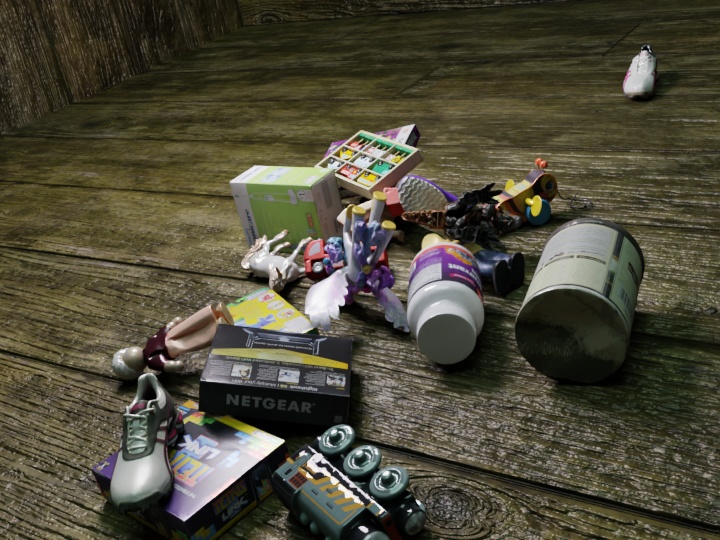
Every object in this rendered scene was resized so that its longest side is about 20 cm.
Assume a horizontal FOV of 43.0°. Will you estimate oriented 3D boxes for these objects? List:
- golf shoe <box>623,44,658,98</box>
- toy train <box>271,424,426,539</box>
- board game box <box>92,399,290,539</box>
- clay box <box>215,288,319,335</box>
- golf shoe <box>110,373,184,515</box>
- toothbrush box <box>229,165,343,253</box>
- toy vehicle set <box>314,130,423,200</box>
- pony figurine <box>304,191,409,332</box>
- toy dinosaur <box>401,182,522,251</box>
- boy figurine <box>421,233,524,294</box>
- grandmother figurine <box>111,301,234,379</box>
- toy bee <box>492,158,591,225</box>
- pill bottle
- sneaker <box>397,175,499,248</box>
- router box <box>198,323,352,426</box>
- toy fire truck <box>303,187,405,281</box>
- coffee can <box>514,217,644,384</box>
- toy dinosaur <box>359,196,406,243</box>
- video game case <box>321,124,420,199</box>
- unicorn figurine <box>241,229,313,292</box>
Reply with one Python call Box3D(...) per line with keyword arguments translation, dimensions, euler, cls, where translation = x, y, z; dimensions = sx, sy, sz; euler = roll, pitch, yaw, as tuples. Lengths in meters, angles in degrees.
Box3D(translation=(0.660, -0.468, 2.157), dimensions=(0.072, 0.092, 0.200), euler=(1, 30, 23), cls="golf shoe")
Box3D(translation=(-0.014, 0.255, 1.029), dimensions=(0.114, 0.085, 0.200), euler=(-37, 35, -19), cls="toy train")
Box3D(translation=(-0.211, 0.251, 1.148), dimensions=(0.199, 0.057, 0.165), euler=(12, 34, 41), cls="board game box")
Box3D(translation=(-0.154, 0.095, 1.445), dimensions=(0.115, 0.048, 0.200), euler=(-25, 28, -20), cls="clay box")
Box3D(translation=(-0.266, 0.209, 1.100), dimensions=(0.077, 0.088, 0.200), euler=(-11, 27, 2), cls="golf shoe")
Box3D(translation=(-0.136, -0.117, 1.752), dimensions=(0.199, 0.146, 0.086), euler=(4, 31, 33), cls="toothbrush box")
Box3D(translation=(0.013, -0.201, 1.716), dimensions=(0.124, 0.027, 0.200), euler=(-40, 34, -15), cls="toy vehicle set")
Box3D(translation=(0.000, 0.000, 1.428), dimensions=(0.166, 0.201, 0.193), euler=(9, 29, -13), cls="pony figurine")
Box3D(translation=(0.170, -0.076, 1.481), dimensions=(0.199, 0.103, 0.136), euler=(-20, 5, -16), cls="toy dinosaur")
Box3D(translation=(0.167, -0.015, 1.498), dimensions=(0.124, 0.065, 0.199), euler=(-24, 26, -37), cls="boy figurine")
Box3D(translation=(-0.294, 0.113, 1.419), dimensions=(0.199, 0.061, 0.121), euler=(-24, 24, 8), cls="grandmother figurine")
Box3D(translation=(0.307, -0.143, 1.646), dimensions=(0.200, 0.109, 0.131), euler=(-29, 28, -30), cls="toy bee")
Box3D(translation=(0.124, 0.049, 1.337), dimensions=(0.111, 0.112, 0.200), euler=(-9, 26, 9), cls="pill bottle")
Box3D(translation=(0.145, -0.104, 1.598), dimensions=(0.070, 0.200, 0.100), euler=(-54, 16, 16), cls="sneaker")
Box3D(translation=(-0.112, 0.142, 1.258), dimensions=(0.199, 0.052, 0.157), euler=(7, 25, -1), cls="router box")
Box3D(translation=(-0.004, -0.063, 1.603), dimensions=(0.199, 0.049, 0.142), euler=(-9, 66, 9), cls="toy fire truck")
Box3D(translation=(0.300, 0.037, 1.238), dimensions=(0.146, 0.147, 0.200), euler=(-1, 28, 24), cls="coffee can")
Box3D(translation=(0.033, -0.109, 1.736), dimensions=(0.135, 0.086, 0.200), euler=(-1, 35, 28), cls="toy dinosaur")
Box3D(translation=(0.002, -0.207, 1.794), dimensions=(0.199, 0.036, 0.182), euler=(-7, 37, 32), cls="video game case")
Box3D(translation=(-0.143, -0.012, 1.646), dimensions=(0.137, 0.074, 0.200), euler=(-43, 24, -31), cls="unicorn figurine")
